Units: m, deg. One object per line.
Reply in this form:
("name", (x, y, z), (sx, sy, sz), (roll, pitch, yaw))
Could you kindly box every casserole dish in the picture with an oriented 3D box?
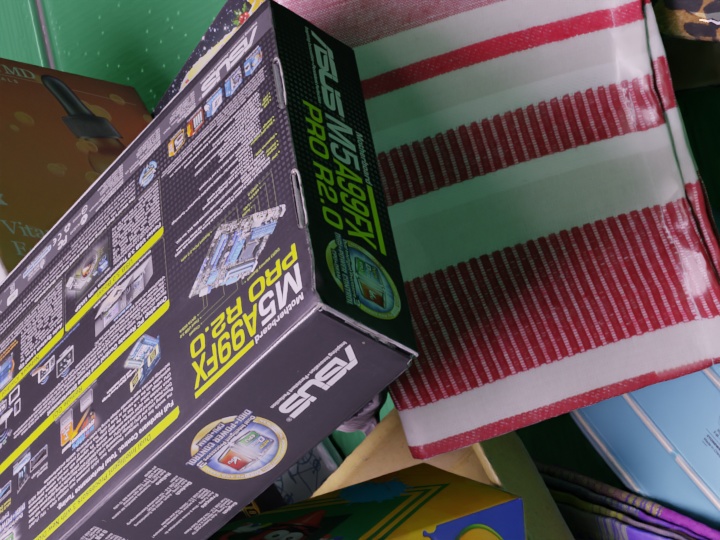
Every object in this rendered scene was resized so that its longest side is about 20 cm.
("casserole dish", (0.151, 0.062, 0.710), (0.200, 0.039, 0.121), (51, 126, 27))

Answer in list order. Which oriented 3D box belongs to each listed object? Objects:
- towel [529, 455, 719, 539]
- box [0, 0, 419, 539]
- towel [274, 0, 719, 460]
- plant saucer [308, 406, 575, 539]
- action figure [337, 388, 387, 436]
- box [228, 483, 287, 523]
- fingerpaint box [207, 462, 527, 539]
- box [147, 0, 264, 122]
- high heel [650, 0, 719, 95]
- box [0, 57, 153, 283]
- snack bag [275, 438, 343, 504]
("towel", (0.128, 0.169, 0.716), (0.200, 0.023, 0.145), (17, 116, 52))
("box", (-0.071, 0.022, 0.614), (0.200, 0.044, 0.161), (-43, 38, 27))
("towel", (0.058, -0.040, 0.661), (0.143, 0.023, 0.201), (-17, 97, 0))
("plant saucer", (0.052, 0.168, 0.759), (0.201, 0.048, 0.200), (62, 143, 19))
("action figure", (0.000, 0.000, 0.745), (0.200, 0.104, 0.194), (-92, 8, -56))
("box", (-0.052, 0.205, 0.836), (0.200, 0.049, 0.160), (56, 139, 27))
("fingerpaint box", (-0.010, 0.197, 0.669), (0.073, 0.166, 0.201), (11, 109, 56))
("box", (-0.058, -0.048, 0.898), (0.200, 0.038, 0.137), (-50, 61, 34))
("high heel", (0.134, -0.067, 0.688), (0.200, 0.071, 0.143), (-49, 55, 24))
("box", (-0.161, -0.005, 0.852), (0.107, 0.152, 0.200), (-54, 50, 27))
("snack bag", (-0.031, 0.209, 0.907), (0.189, 0.021, 0.200), (55, 127, 25))
